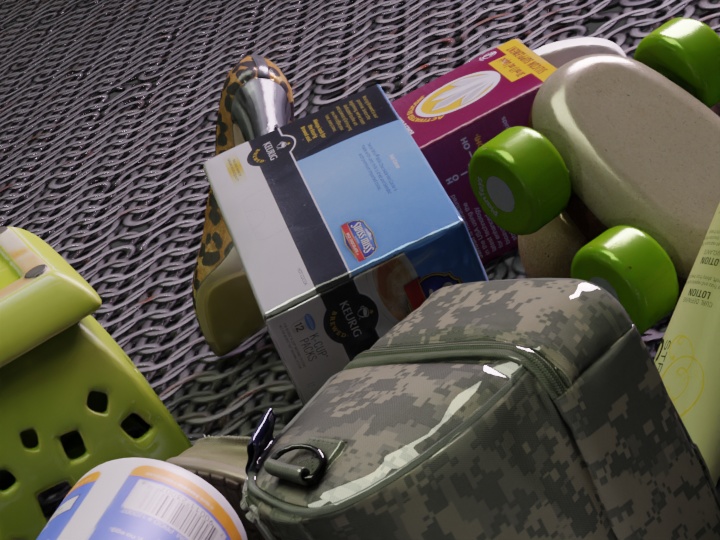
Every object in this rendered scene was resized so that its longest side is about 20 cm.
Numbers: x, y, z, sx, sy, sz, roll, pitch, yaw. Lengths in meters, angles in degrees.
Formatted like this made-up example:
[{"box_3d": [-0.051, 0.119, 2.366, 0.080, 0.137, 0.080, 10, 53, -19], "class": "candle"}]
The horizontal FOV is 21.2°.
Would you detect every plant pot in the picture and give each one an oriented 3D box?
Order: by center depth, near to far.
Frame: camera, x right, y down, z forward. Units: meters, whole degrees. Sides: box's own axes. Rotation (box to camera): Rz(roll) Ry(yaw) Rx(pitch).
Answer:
[{"box_3d": [-0.231, 0.093, 1.223, 0.198, 0.183, 0.200, -30, 22, -12], "class": "plant pot"}]

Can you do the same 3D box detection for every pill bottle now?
[{"box_3d": [-0.137, 0.194, 0.975, 0.111, 0.113, 0.200, -15, 24, 26], "class": "pill bottle"}]

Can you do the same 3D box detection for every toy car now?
[{"box_3d": [0.149, -0.013, 1.098, 0.164, 0.201, 0.158, -33, 67, -27], "class": "toy car"}]

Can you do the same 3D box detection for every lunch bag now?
[{"box_3d": [0.051, 0.120, 0.810, 0.139, 0.201, 0.168, -3, 29, 46], "class": "lunch bag"}]

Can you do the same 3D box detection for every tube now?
[{"box_3d": [0.166, 0.058, 0.945, 0.058, 0.052, 0.201, 57, -123, -78], "class": "tube"}]

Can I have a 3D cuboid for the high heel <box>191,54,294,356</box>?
[{"box_3d": [-0.083, -0.048, 1.372, 0.071, 0.201, 0.143, 5, 42, -16], "class": "high heel"}]

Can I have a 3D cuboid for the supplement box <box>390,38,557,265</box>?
[{"box_3d": [0.061, -0.068, 1.371, 0.199, 0.104, 0.131, -28, 22, -3], "class": "supplement box"}]

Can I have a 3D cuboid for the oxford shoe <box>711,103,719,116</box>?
[{"box_3d": [0.270, -0.115, 1.284, 0.071, 0.073, 0.200, -26, 21, 1], "class": "oxford shoe"}]

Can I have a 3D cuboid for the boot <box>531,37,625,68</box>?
[{"box_3d": [0.115, -0.142, 1.523, 0.199, 0.073, 0.091, -22, 27, 12], "class": "boot"}]

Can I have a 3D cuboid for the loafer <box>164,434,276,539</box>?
[{"box_3d": [-0.025, 0.125, 1.071, 0.199, 0.076, 0.068, 4, 33, 36], "class": "loafer"}]

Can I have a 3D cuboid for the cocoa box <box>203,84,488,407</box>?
[{"box_3d": [0.000, 0.000, 1.195, 0.130, 0.134, 0.200, -25, 33, -2], "class": "cocoa box"}]
